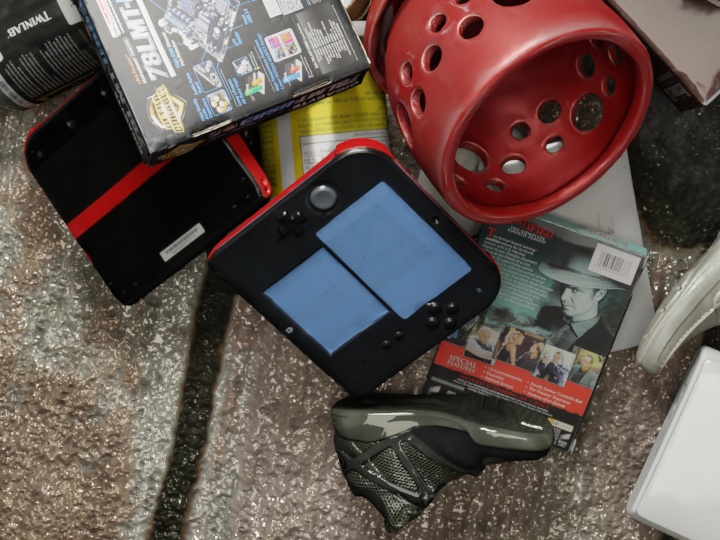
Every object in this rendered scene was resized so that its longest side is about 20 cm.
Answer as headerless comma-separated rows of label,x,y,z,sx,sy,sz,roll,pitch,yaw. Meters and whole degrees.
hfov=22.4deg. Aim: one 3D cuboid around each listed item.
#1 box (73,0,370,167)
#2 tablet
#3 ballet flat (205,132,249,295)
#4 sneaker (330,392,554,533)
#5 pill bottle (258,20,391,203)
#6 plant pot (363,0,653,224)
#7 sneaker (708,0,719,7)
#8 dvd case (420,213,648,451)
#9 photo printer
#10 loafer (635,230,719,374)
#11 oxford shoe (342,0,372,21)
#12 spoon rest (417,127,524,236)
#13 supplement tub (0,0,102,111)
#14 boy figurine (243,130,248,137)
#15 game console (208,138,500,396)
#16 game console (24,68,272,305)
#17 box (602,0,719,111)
box,-0.121,-0.211,1.470,0.198,0.050,0.201,-24,83,-14
tablet,0.183,-0.017,1.586,0.129,0.014,0.201,-12,108,1
ballet flat,-0.112,-0.066,1.566,0.068,0.068,0.201,-27,120,-19
sneaker,0.074,0.170,1.593,0.198,0.076,0.115,-1,106,14
pill bottle,-0.031,-0.110,1.569,0.113,0.114,0.201,-5,94,4
plant pot,0.109,-0.166,1.483,0.200,0.200,0.183,-41,53,5
sneaker,0.232,-0.258,1.375,0.199,0.116,0.079,18,95,2
dvd case,0.150,0.048,1.587,0.145,0.022,0.201,19,114,2
photo printer,0.355,0.180,1.589,0.199,0.069,0.167,25,95,1
loafer,0.317,0.016,1.577,0.070,0.070,0.200,40,92,4
oxford shoe,0.002,-0.313,1.576,0.071,0.071,0.201,9,93,4
spoon rest,0.076,-0.048,1.599,0.099,0.061,0.201,36,84,-15
supplement tub,-0.269,-0.216,1.564,0.199,0.122,0.123,-24,92,13
boy figurine,-0.167,-0.121,1.603,0.124,0.064,0.201,25,93,-2
game console,0.000,0.000,1.506,0.177,0.031,0.200,-39,119,13
game console,-0.185,-0.087,1.542,0.200,0.031,0.177,-35,90,34
box,0.269,-0.261,1.514,0.164,0.166,0.200,-43,90,4
